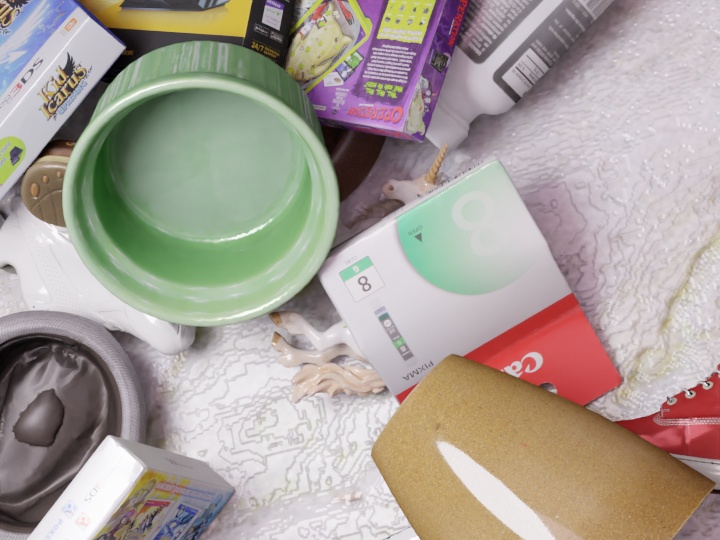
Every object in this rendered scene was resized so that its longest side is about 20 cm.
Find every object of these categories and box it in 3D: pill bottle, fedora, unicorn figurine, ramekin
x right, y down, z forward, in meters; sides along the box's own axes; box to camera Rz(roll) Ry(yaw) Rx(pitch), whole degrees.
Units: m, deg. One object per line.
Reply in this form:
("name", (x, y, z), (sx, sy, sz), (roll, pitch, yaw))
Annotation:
("pill bottle", (0.101, -0.192, 1.578), (0.200, 0.116, 0.116), (-46, 73, 6))
("fedora", (-0.256, 0.129, 1.620), (0.175, 0.090, 0.202), (20, 85, -5))
("unicorn figurine", (0.000, 0.000, 1.605), (0.136, 0.074, 0.202), (1, 95, 5))
("ramekin", (-0.114, -0.069, 1.524), (0.198, 0.098, 0.202), (0, 120, -1))

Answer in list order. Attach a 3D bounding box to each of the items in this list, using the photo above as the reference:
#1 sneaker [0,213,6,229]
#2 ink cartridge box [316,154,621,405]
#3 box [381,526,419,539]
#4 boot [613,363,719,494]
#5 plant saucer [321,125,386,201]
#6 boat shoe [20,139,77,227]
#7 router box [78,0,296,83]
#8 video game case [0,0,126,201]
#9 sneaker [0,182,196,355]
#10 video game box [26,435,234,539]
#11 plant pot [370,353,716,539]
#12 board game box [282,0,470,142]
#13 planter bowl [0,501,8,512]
("sneaker", (-0.376, 0.018, 1.668), (0.076, 0.115, 0.201), (41, 93, 17))
("ink cartridge box", (0.081, 0.040, 1.546), (0.160, 0.050, 0.201), (-30, 93, 5))
("box", (0.028, 0.287, 1.536), (0.199, 0.086, 0.165), (-25, 75, 9))
("boot", (0.247, 0.089, 1.523), (0.198, 0.072, 0.146), (5, 81, 7))
("plant saucer", (-0.074, -0.135, 1.659), (0.198, 0.034, 0.202), (-2, 81, 15))
("boat shoe", (-0.163, -0.061, 1.628), (0.198, 0.068, 0.072), (14, 126, -5))
("router box", (-0.135, -0.229, 1.641), (0.199, 0.052, 0.159), (4, 80, 40))
("video game case", (-0.289, -0.151, 1.653), (0.182, 0.045, 0.200), (-50, 36, 1))
("sneaker", (-0.216, 0.019, 1.657), (0.200, 0.078, 0.100), (37, 99, 25))
("video game box", (-0.192, 0.214, 1.545), (0.047, 0.200, 0.183), (41, 92, 18))
("plant pot", (0.111, 0.155, 1.434), (0.200, 0.186, 0.187), (40, 92, 12))
("board game box", (-0.006, -0.167, 1.563), (0.199, 0.032, 0.121), (15, 80, 49))
("planter bowl", (-0.361, 0.238, 1.645), (0.198, 0.083, 0.203), (-3, 80, 14))
